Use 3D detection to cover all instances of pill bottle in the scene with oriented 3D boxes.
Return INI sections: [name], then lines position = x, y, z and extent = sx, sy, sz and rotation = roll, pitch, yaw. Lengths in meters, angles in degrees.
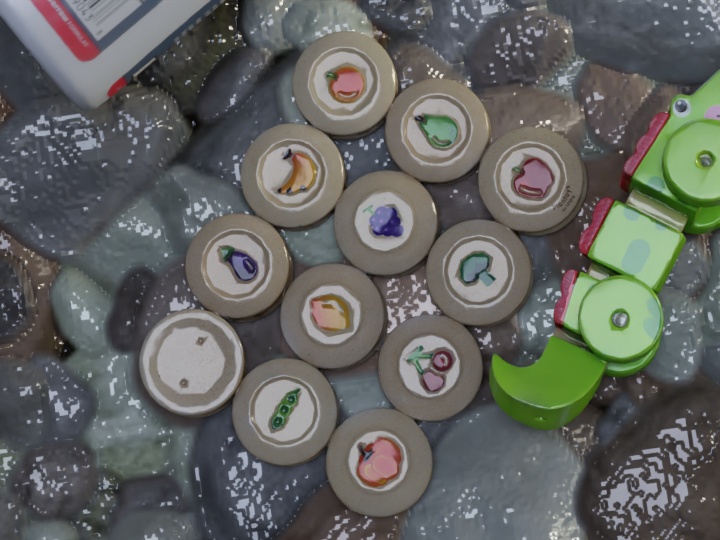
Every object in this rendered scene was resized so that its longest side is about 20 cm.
[pill bottle]
position = -0.087, -0.180, 1.247
extent = 0.200, 0.120, 0.120
rotation = -40, 81, -2

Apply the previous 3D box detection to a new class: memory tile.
[memory tile]
position = 0.000, 0.000, 1.267
extent = 0.153, 0.017, 0.201
rotation = 28, 86, 8

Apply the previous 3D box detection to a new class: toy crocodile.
[toy crocodile]
position = 0.127, -0.016, 1.233
extent = 0.061, 0.068, 0.201
rotation = 29, 86, 8
